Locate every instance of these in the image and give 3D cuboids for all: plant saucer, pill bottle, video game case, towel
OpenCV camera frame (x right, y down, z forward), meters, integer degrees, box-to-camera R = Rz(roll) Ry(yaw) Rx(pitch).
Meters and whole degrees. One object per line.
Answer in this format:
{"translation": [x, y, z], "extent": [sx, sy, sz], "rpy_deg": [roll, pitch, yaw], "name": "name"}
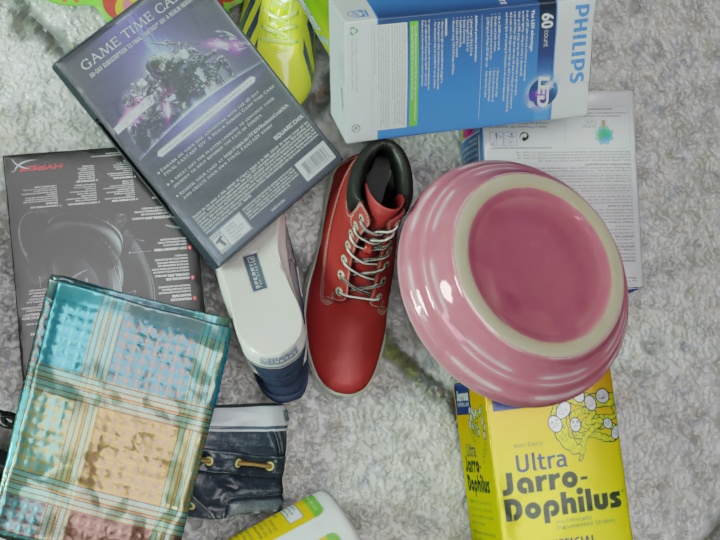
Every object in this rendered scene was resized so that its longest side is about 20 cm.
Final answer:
{"translation": [0.127, 0.003, 1.260], "extent": [0.200, 0.051, 0.201], "rpy_deg": [10, 66, -23], "name": "plant saucer"}
{"translation": [-0.089, 0.265, 1.277], "extent": [0.199, 0.111, 0.111], "rpy_deg": [-27, 89, -11], "name": "pill bottle"}
{"translation": [-0.125, -0.122, 1.284], "extent": [0.143, 0.019, 0.200], "rpy_deg": [-42, 97, -24], "name": "video game case"}
{"translation": [-0.188, 0.115, 1.241], "extent": [0.146, 0.022, 0.201], "rpy_deg": [14, 82, -7], "name": "towel"}

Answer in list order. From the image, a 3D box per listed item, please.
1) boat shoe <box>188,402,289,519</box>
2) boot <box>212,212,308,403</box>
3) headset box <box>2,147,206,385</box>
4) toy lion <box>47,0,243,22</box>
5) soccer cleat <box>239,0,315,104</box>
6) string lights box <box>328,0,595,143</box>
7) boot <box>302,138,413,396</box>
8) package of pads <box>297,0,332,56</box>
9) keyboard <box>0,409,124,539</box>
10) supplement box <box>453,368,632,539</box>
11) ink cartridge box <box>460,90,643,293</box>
{"translation": [-0.155, 0.153, 1.297], "extent": [0.199, 0.071, 0.091], "rpy_deg": [0, 87, -9], "name": "boat shoe"}
{"translation": [-0.086, 0.007, 1.328], "extent": [0.072, 0.090, 0.201], "rpy_deg": [-10, 58, -3], "name": "boot"}
{"translation": [-0.201, 0.006, 1.300], "extent": [0.148, 0.077, 0.201], "rpy_deg": [-6, 87, -10], "name": "headset box"}
{"translation": [-0.189, -0.271, 1.324], "extent": [0.199, 0.069, 0.192], "rpy_deg": [-17, 102, 7], "name": "toy lion"}
{"translation": [-0.062, -0.232, 1.342], "extent": [0.064, 0.084, 0.201], "rpy_deg": [5, 84, -11], "name": "soccer cleat"}
{"translation": [0.078, -0.166, 1.274], "extent": [0.199, 0.059, 0.103], "rpy_deg": [-7, 121, -12], "name": "string lights box"}
{"translation": [0.000, 0.000, 1.301], "extent": [0.072, 0.144, 0.201], "rpy_deg": [6, 85, -11], "name": "boot"}
{"translation": [0.052, -0.236, 1.301], "extent": [0.200, 0.068, 0.155], "rpy_deg": [-30, 123, 3], "name": "package of pads"}
{"translation": [-0.256, 0.166, 1.272], "extent": [0.199, 0.021, 0.127], "rpy_deg": [22, 116, -7], "name": "keyboard"}
{"translation": [0.149, 0.181, 1.326], "extent": [0.108, 0.110, 0.201], "rpy_deg": [-6, 85, -10], "name": "supplement box"}
{"translation": [0.158, -0.046, 1.366], "extent": [0.136, 0.076, 0.201], "rpy_deg": [-1, 83, -10], "name": "ink cartridge box"}
